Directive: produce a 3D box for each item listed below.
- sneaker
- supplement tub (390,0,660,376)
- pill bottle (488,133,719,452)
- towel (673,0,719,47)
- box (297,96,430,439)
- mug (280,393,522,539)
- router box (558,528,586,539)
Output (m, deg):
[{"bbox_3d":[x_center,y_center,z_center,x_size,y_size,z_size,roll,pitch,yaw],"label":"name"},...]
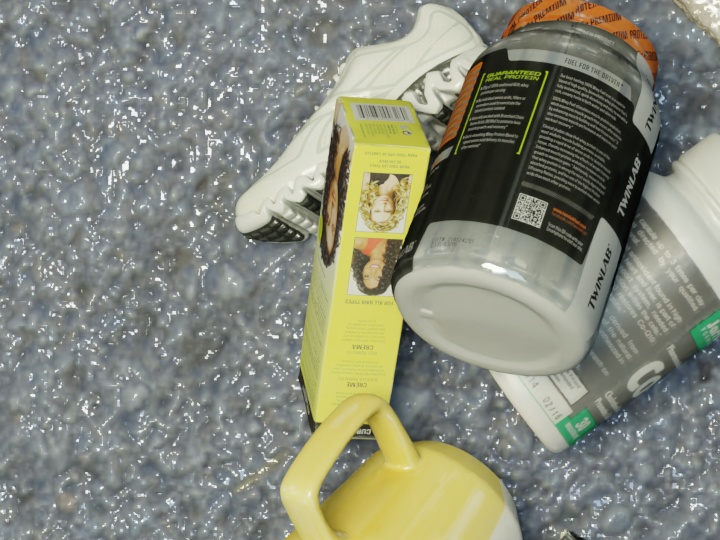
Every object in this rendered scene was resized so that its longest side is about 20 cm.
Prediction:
[{"bbox_3d":[0.000,-0.090,1.248,0.200,0.075,0.081,-35,66,8],"label":"sneaker"},{"bbox_3d":[0.102,-0.051,1.135,0.122,0.123,0.201,20,64,2],"label":"supplement tub"},{"bbox_3d":[0.166,0.012,1.212,0.200,0.113,0.113,-37,89,3],"label":"pill bottle"},{"bbox_3d":[0.262,-0.199,1.244,0.133,0.034,0.200,-45,88,2],"label":"towel"},{"bbox_3d":[0.000,0.000,1.198,0.050,0.075,0.201,2,116,-11],"label":"box"},{"bbox_3d":[0.026,0.175,1.178,0.149,0.187,0.153,31,55,12],"label":"mug"},{"bbox_3d":[0.151,0.284,1.215,0.150,0.062,0.200,-46,71,3],"label":"router box"}]
